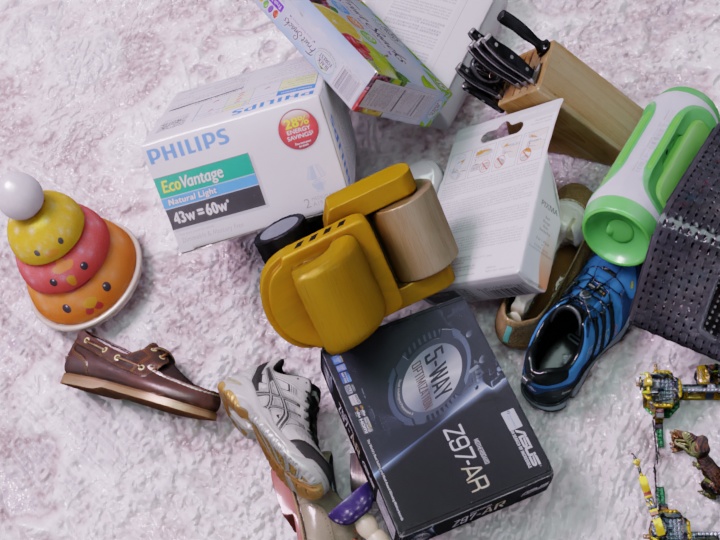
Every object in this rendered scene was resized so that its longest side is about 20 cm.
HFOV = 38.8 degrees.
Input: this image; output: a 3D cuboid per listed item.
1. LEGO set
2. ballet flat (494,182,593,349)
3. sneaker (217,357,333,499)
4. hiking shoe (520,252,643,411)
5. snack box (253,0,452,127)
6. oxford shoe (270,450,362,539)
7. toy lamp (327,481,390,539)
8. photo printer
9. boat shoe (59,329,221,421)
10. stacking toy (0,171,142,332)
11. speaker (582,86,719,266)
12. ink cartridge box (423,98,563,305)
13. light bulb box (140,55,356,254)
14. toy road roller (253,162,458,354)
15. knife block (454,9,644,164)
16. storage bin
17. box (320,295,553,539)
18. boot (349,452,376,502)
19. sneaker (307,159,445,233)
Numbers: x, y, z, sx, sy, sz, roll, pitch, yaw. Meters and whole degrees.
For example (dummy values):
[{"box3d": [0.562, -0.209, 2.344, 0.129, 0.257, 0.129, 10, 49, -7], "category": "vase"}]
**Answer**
[{"box3d": [0.320, 0.162, 0.920, 0.151, 0.116, 0.203, 5, 67, 16], "category": "LEGO set"}, {"box3d": [0.194, -0.015, 1.057, 0.067, 0.073, 0.202, 26, 75, 19], "category": "ballet flat"}, {"box3d": [-0.069, 0.145, 1.022, 0.087, 0.077, 0.200, -27, 37, -19], "category": "sneaker"}, {"box3d": [0.226, 0.046, 1.013, 0.074, 0.087, 0.202, 26, 75, 23], "category": "hiking shoe"}, {"box3d": [-0.010, -0.241, 1.093, 0.053, 0.141, 0.201, -51, 62, 23], "category": "snack box"}, {"box3d": [-0.023, 0.266, 0.990, 0.074, 0.071, 0.202, -24, 64, -4], "category": "oxford shoe"}, {"box3d": [0.047, 0.294, 0.949, 0.058, 0.058, 0.201, -36, 77, -4], "category": "toy lamp"}, {"box3d": [0.073, -0.279, 1.206, 0.164, 0.070, 0.202, 20, 74, 22], "category": "photo printer"}, {"box3d": [-0.237, 0.111, 1.111, 0.197, 0.070, 0.071, 13, 74, 19], "category": "boat shoe"}, {"box3d": [-0.343, -0.037, 1.127, 0.143, 0.201, 0.148, -9, 57, 13], "category": "stacking toy"}, {"box3d": [0.296, -0.098, 1.034, 0.087, 0.089, 0.201, 23, 55, 22], "category": "speaker"}, {"box3d": [0.142, -0.067, 1.067, 0.161, 0.050, 0.203, -10, 54, 51], "category": "ink cartridge box"}, {"box3d": [-0.110, -0.134, 1.106, 0.195, 0.127, 0.201, -14, 24, 8], "category": "light bulb box"}, {"box3d": [0.000, 0.000, 0.971, 0.197, 0.124, 0.146, -26, 20, 0], "category": "toy road roller"}, {"box3d": [0.203, -0.195, 1.077, 0.197, 0.176, 0.065, 16, 71, 20], "category": "knife block"}, {"box3d": [0.335, -0.031, 0.957, 0.093, 0.137, 0.200, 22, 43, 21], "category": "storage bin"}, {"box3d": [0.068, 0.141, 0.972, 0.158, 0.044, 0.202, -18, 61, -13], "category": "box"}, {"box3d": [0.061, 0.147, 1.029, 0.143, 0.070, 0.204, -4, 67, 6], "category": "boot"}, {"box3d": [0.006, -0.064, 1.124, 0.198, 0.080, 0.071, -32, 61, -3], "category": "sneaker"}]
